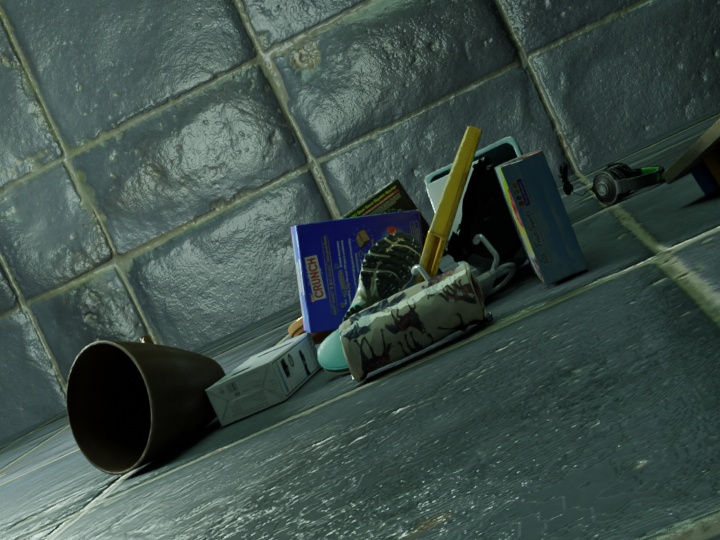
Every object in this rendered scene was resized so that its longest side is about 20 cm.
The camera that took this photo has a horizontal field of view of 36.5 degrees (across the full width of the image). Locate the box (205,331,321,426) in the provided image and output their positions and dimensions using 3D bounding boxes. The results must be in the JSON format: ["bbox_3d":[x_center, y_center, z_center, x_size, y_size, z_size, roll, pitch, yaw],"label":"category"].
[{"bbox_3d":[-0.140,0.160,1.647,0.116,0.061,0.200,-24,3,15],"label":"box"}]

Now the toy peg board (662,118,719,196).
[{"bbox_3d":[0.558,-0.170,1.515,0.199,0.098,0.199,-26,-13,-17],"label":"toy peg board"}]

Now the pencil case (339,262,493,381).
[{"bbox_3d":[0.065,0.069,1.380,0.199,0.090,0.078,-26,31,4],"label":"pencil case"}]

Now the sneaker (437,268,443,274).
[{"bbox_3d":[0.084,0.038,1.881,0.088,0.077,0.200,-35,4,-18],"label":"sneaker"}]

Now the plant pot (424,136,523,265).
[{"bbox_3d":[0.273,-0.131,2.193,0.195,0.197,0.200,-24,-7,17],"label":"plant pot"}]

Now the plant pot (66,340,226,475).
[{"bbox_3d":[-0.293,0.187,1.603,0.186,0.189,0.199,-23,-11,36],"label":"plant pot"}]

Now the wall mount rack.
[{"bbox_3d":[0.125,0.035,1.586,0.199,0.075,0.174,-26,-28,-25],"label":"wall mount rack"}]

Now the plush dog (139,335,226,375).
[{"bbox_3d":[-0.336,0.211,1.808,0.199,0.161,0.172,-28,-19,-37],"label":"plush dog"}]

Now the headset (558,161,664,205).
[{"bbox_3d":[0.482,-0.181,2.098,0.198,0.095,0.123,-10,10,30],"label":"headset"}]

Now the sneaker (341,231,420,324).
[{"bbox_3d":[0.025,0.035,1.645,0.201,0.077,0.086,-61,-6,-10],"label":"sneaker"}]

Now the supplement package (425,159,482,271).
[{"bbox_3d":[0.213,-0.095,1.926,0.116,0.118,0.200,-24,-23,16],"label":"supplement package"}]

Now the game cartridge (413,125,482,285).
[{"bbox_3d":[0.131,-0.087,1.631,0.177,0.032,0.201,101,-169,-61],"label":"game cartridge"}]

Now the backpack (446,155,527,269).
[{"bbox_3d":[0.210,-0.068,1.711,0.125,0.168,0.200,17,-11,3],"label":"backpack"}]

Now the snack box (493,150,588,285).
[{"bbox_3d":[0.244,-0.076,1.507,0.067,0.170,0.200,-21,2,7],"label":"snack box"}]

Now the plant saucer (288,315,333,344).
[{"bbox_3d":[-0.030,0.084,1.926,0.199,0.038,0.200,-22,-11,-5],"label":"plant saucer"}]

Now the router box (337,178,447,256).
[{"bbox_3d":[0.021,-0.033,1.795,0.199,0.150,0.062,-36,6,-9],"label":"router box"}]

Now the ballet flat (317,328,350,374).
[{"bbox_3d":[0.024,0.092,1.498,0.199,0.070,0.069,-31,-2,40],"label":"ballet flat"}]

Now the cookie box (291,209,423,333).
[{"bbox_3d":[0.000,0.000,1.720,0.198,0.173,0.075,-7,-1,-11],"label":"cookie box"}]
